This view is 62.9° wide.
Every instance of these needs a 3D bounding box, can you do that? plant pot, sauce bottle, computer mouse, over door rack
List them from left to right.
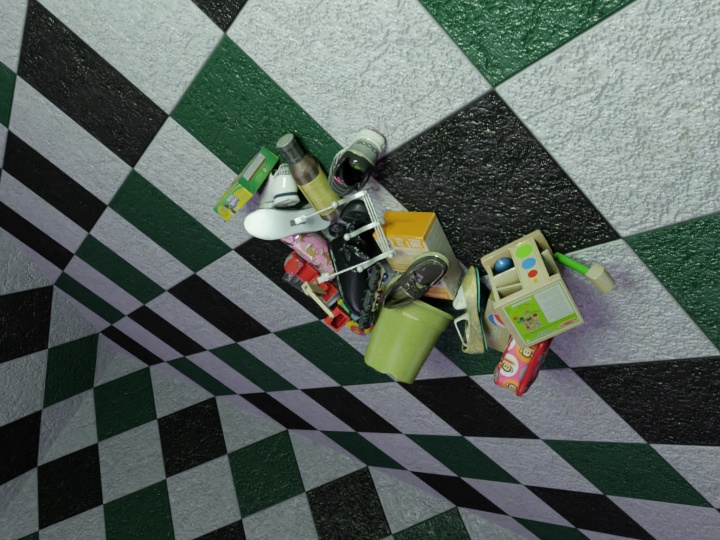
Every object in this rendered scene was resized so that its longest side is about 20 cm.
[{"bbox_3d":[-0.103,-0.192,1.218,0.064,0.065,0.201,5,143,37],"label":"sauce bottle"},{"bbox_3d":[-0.038,-0.065,1.198,0.197,0.066,0.150,-19,97,28],"label":"over door rack"},{"bbox_3d":[-0.028,-0.116,1.313,0.058,0.035,0.200,11,162,-20],"label":"computer mouse"},{"bbox_3d":[0.099,0.155,1.387,0.198,0.187,0.200,24,179,0],"label":"plant pot"}]

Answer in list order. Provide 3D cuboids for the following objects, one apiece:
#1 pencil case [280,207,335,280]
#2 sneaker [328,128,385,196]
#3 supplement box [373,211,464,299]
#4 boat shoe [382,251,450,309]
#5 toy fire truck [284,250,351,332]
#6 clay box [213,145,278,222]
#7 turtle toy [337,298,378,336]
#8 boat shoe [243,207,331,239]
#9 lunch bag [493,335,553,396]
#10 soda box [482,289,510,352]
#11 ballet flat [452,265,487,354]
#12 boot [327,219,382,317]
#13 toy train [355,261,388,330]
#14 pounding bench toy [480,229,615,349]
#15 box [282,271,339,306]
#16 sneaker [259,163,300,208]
[{"bbox_3d":[-0.121,-0.064,1.416,0.199,0.083,0.086,39,162,-18],"label":"pencil case"},{"bbox_3d":[-0.022,-0.187,1.127,0.073,0.088,0.200,34,151,-10],"label":"sneaker"},{"bbox_3d":[0.127,-0.030,1.256,0.124,0.074,0.201,5,144,37],"label":"supplement box"},{"bbox_3d":[0.112,0.029,1.210,0.073,0.065,0.200,34,143,-9],"label":"boat shoe"},{"bbox_3d":[-0.107,0.045,1.411,0.200,0.049,0.141,43,-166,-10],"label":"toy fire truck"},{"bbox_3d":[-0.263,-0.187,1.318,0.047,0.116,0.199,38,149,-17],"label":"clay box"},{"bbox_3d":[0.023,0.129,1.570,0.198,0.102,0.145,32,152,-22],"label":"turtle toy"},{"bbox_3d":[-0.161,-0.107,1.326,0.196,0.070,0.057,-4,-176,-6],"label":"boat shoe"},{"bbox_3d":[0.346,0.148,1.209,0.081,0.199,0.179,24,108,20],"label":"lunch bag"},{"bbox_3d":[0.313,0.103,1.312,0.067,0.065,0.201,19,149,16],"label":"soda box"},{"bbox_3d":[0.234,0.091,1.278,0.070,0.070,0.204,5,114,37],"label":"ballet flat"},{"bbox_3d":[0.000,0.000,1.313,0.168,0.075,0.203,-27,83,66],"label":"boot"},{"bbox_3d":[0.029,0.059,1.294,0.034,0.045,0.202,56,148,36],"label":"toy train"},{"bbox_3d":[0.342,0.013,1.073,0.198,0.157,0.125,-27,125,20],"label":"pounding bench toy"},{"bbox_3d":[-0.110,0.014,1.567,0.157,0.049,0.200,33,151,-8],"label":"box"},{"bbox_3d":[-0.182,-0.182,1.310,0.199,0.075,0.082,-2,98,65],"label":"sneaker"}]
